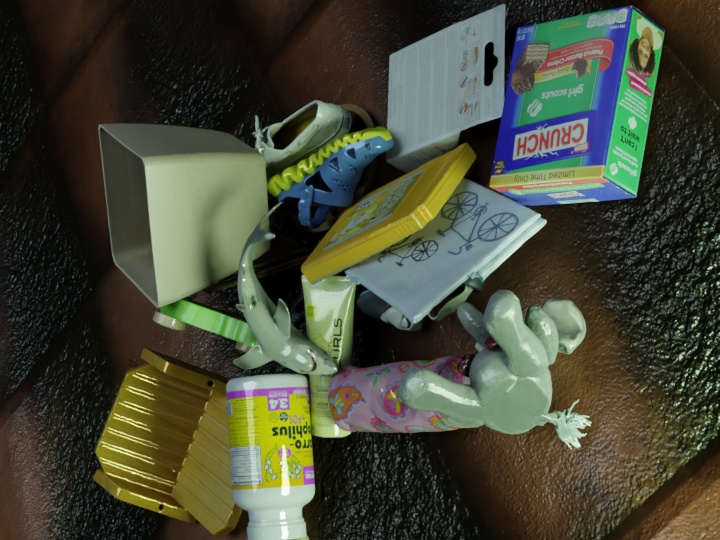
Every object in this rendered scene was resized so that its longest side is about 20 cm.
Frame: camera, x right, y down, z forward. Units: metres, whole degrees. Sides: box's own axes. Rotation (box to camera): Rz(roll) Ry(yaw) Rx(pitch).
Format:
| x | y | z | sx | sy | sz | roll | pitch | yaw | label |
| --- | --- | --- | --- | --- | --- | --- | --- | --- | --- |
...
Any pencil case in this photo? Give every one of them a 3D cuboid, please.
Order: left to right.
| x | y | z | sx | sy | sz | roll | pitch | yaw | label |
| --- | --- | --- | --- | --- | --- | --- | --- | --- | --- |
| 0.051 | 0.147 | 1.613 | 0.199 | 0.087 | 0.088 | -11 | 66 | 46 | pencil case |

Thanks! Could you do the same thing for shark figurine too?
| x | y | z | sx | sy | sz | roll | pitch | yaw | label |
| --- | --- | --- | --- | --- | --- | --- | --- | --- | --- |
| -0.110 | 0.035 | 1.688 | 0.128 | 0.089 | 0.216 | -18 | 98 | 28 | shark figurine |

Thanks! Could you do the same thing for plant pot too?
| x | y | z | sx | sy | sz | roll | pitch | yaw | label |
| --- | --- | --- | --- | --- | --- | --- | --- | --- | --- |
| -0.227 | -0.090 | 1.817 | 0.200 | 0.176 | 0.201 | 35 | 131 | 57 | plant pot |

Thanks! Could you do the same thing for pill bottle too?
| x | y | z | sx | sy | sz | roll | pitch | yaw | label |
| --- | --- | --- | --- | --- | --- | --- | --- | --- | --- |
| -0.110 | 0.232 | 1.694 | 0.104 | 0.104 | 0.201 | -12 | 80 | 46 | pill bottle |

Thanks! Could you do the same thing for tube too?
| x | y | z | sx | sy | sz | roll | pitch | yaw | label |
| --- | --- | --- | --- | --- | --- | --- | --- | --- | --- |
| -0.040 | 0.106 | 1.706 | 0.052 | 0.058 | 0.201 | -164 | 74 | -73 | tube |

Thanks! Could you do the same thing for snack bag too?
| x | y | z | sx | sy | sz | roll | pitch | yaw | label |
| --- | --- | --- | --- | --- | --- | --- | --- | --- | --- |
| 0.095 | -0.024 | 1.596 | 0.200 | 0.021 | 0.188 | -40 | 31 | -10 | snack bag |

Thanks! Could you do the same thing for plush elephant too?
| x | y | z | sx | sy | sz | roll | pitch | yaw | label |
| --- | --- | --- | --- | --- | --- | --- | --- | --- | --- |
| 0.156 | 0.093 | 1.467 | 0.165 | 0.200 | 0.155 | -50 | 20 | 20 | plush elephant |

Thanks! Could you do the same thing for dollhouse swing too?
| x | y | z | sx | sy | sz | roll | pitch | yaw | label |
| --- | --- | --- | --- | --- | --- | --- | --- | --- | --- |
| -0.246 | 0.241 | 1.858 | 0.201 | 0.181 | 0.176 | -67 | 19 | 2 | dollhouse swing |

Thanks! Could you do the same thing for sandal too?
| x | y | z | sx | sy | sz | roll | pitch | yaw | label |
| --- | --- | --- | --- | --- | --- | --- | --- | --- | --- |
| -0.030 | -0.121 | 1.779 | 0.200 | 0.079 | 0.087 | -29 | 85 | 36 | sandal |

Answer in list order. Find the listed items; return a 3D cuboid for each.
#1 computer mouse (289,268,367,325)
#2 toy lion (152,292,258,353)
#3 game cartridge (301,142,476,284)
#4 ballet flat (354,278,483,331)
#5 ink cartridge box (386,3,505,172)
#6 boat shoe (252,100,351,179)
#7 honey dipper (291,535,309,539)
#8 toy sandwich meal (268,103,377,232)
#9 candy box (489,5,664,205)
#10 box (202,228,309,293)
| x | y | z | sx | sy | sz | roll | pitch | yaw | label |
| --- | --- | --- | --- | --- | --- | --- | --- | --- | --- |
| 0.000 | 0.000 | 1.750 | 0.200 | 0.053 | 0.139 | -29 | 27 | 37 | computer mouse |
| -0.159 | 0.077 | 1.802 | 0.192 | 0.199 | 0.069 | 17 | 87 | 69 | toy lion |
| 0.035 | -0.072 | 1.684 | 0.200 | 0.032 | 0.176 | -28 | 16 | 38 | game cartridge |
| 0.072 | 0.033 | 1.648 | 0.199 | 0.073 | 0.073 | -26 | 56 | 35 | ballet flat |
| 0.117 | -0.229 | 1.729 | 0.199 | 0.047 | 0.161 | -18 | 61 | 42 | ink cartridge box |
| -0.111 | -0.174 | 1.830 | 0.201 | 0.086 | 0.075 | -23 | 57 | 38 | boat shoe |
| -0.095 | 0.267 | 1.766 | 0.038 | 0.038 | 0.201 | -35 | 52 | 34 | honey dipper |
| -0.060 | -0.148 | 1.876 | 0.205 | 0.070 | 0.206 | -23 | 57 | 42 | toy sandwich meal |
| 0.241 | -0.181 | 1.536 | 0.169 | 0.077 | 0.201 | -2 | 74 | 48 | candy box |
| -0.191 | -0.028 | 1.918 | 0.200 | 0.163 | 0.021 | 29 | 131 | 51 | box |
